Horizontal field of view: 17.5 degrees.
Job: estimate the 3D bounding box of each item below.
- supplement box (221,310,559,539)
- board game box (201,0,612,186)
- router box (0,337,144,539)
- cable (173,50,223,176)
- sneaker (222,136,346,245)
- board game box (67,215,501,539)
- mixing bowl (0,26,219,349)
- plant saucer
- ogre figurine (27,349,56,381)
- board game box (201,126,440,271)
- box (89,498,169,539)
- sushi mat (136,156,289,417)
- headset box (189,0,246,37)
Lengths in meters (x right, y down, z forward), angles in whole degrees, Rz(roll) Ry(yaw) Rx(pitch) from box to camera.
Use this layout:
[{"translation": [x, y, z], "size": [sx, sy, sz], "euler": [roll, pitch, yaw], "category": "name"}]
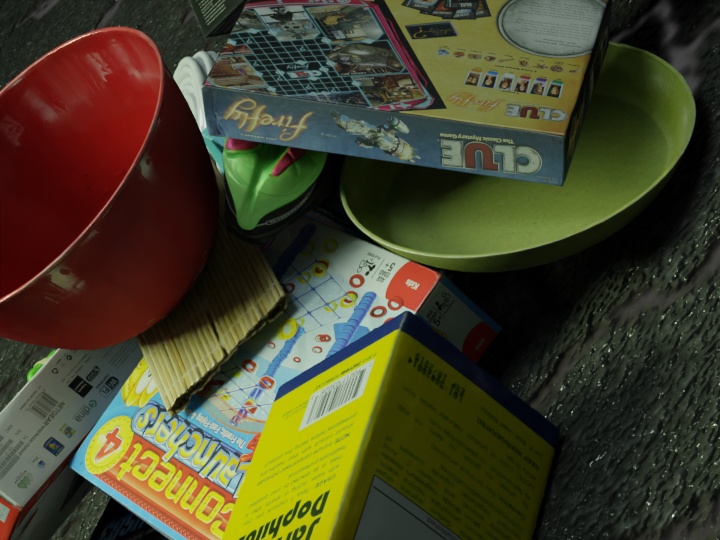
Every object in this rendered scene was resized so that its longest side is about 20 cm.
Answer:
[{"translation": [0.004, 0.140, 1.126], "size": [0.109, 0.109, 0.201], "euler": [-32, 28, 43], "category": "supplement box"}, {"translation": [0.028, -0.113, 1.284], "size": [0.136, 0.198, 0.035], "euler": [-67, -18, -47], "category": "board game box"}, {"translation": [-0.187, 0.106, 1.464], "size": [0.200, 0.049, 0.180], "euler": [-51, -5, -35], "category": "router box"}, {"translation": [-0.098, -0.051, 1.615], "size": [0.200, 0.069, 0.202], "euler": [159, 114, -72], "category": "cable"}, {"translation": [-0.031, -0.089, 1.358], "size": [0.200, 0.076, 0.084], "euler": [-51, -13, -45], "category": "sneaker"}, {"translation": [-0.047, 0.072, 1.314], "size": [0.196, 0.056, 0.200], "euler": [-55, 36, -9], "category": "board game box"}, {"translation": [-0.155, -0.030, 1.360], "size": [0.199, 0.108, 0.201], "euler": [-28, 40, 26], "category": "mixing bowl"}, {"translation": [0.088, -0.058, 1.282], "size": [0.199, 0.031, 0.201], "euler": [-14, 35, 9], "category": "plant saucer"}, {"translation": [-0.189, 0.023, 1.731], "size": [0.119, 0.098, 0.201], "euler": [-30, 46, 19], "category": "ogre figurine"}, {"translation": [0.018, -0.091, 1.429], "size": [0.151, 0.047, 0.200], "euler": [-46, 43, -16], "category": "board game box"}, {"translation": [-0.099, 0.147, 1.437], "size": [0.200, 0.050, 0.199], "euler": [-26, 32, 52], "category": "box"}, {"translation": [-0.102, 0.000, 1.380], "size": [0.096, 0.012, 0.200], "euler": [-42, 35, 8], "category": "sushi mat"}, {"translation": [-0.012, -0.261, 1.723], "size": [0.199, 0.093, 0.174], "euler": [-14, -13, -36], "category": "headset box"}]
